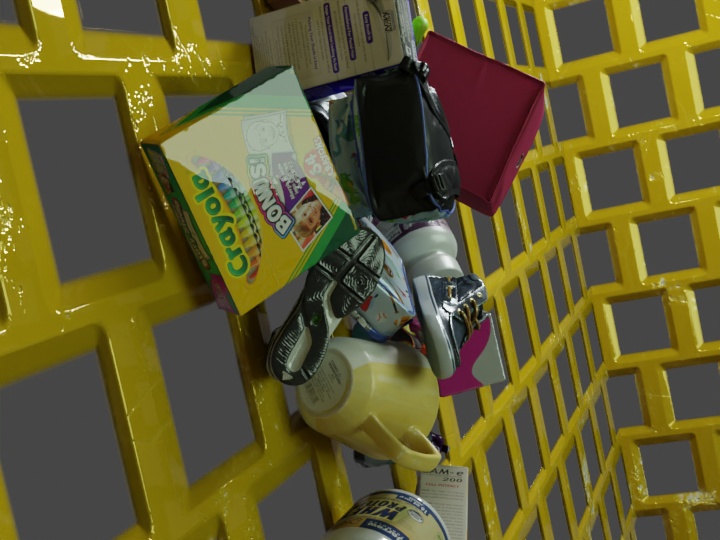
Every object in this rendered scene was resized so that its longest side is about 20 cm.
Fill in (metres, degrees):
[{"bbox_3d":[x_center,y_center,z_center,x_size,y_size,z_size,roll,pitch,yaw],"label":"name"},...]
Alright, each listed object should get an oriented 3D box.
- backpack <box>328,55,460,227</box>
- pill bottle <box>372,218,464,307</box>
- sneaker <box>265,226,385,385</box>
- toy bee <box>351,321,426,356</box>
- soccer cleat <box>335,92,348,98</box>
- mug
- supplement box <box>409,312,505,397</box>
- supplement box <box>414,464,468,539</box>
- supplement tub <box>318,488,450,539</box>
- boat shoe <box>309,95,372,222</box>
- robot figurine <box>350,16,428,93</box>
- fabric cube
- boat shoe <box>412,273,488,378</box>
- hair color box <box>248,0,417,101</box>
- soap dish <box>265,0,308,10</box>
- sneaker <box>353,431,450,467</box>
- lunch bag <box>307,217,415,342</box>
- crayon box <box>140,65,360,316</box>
[{"bbox_3d":[0.042,-0.144,1.356,0.200,0.145,0.186,6,75,-75],"label":"backpack"},{"bbox_3d":[0.071,-0.048,1.561,0.112,0.112,0.201,47,14,-54],"label":"pill bottle"},{"bbox_3d":[-0.053,0.038,1.267,0.075,0.115,0.202,37,76,-14],"label":"sneaker"},{"bbox_3d":[0.050,0.096,1.536,0.131,0.107,0.203,-17,96,-70],"label":"toy bee"},{"bbox_3d":[-0.053,-0.232,1.505,0.073,0.068,0.201,-47,135,-32],"label":"soccer cleat"},{"bbox_3d":[0.011,0.150,1.335,0.153,0.185,0.151,24,76,-54],"label":"mug"},{"bbox_3d":[0.134,0.116,1.638,0.200,0.100,0.105,-160,-123,-80],"label":"supplement box"},{"bbox_3d":[0.109,0.389,1.538,0.127,0.072,0.202,93,2,-56],"label":"supplement box"},{"bbox_3d":[0.015,0.351,1.277,0.200,0.143,0.146,-24,102,-69],"label":"supplement tub"},{"bbox_3d":[-0.039,-0.129,1.452,0.091,0.070,0.202,-67,142,-64],"label":"boat shoe"},{"bbox_3d":[0.013,-0.349,1.634,0.174,0.115,0.203,-5,84,-41],"label":"robot figurine"},{"bbox_3d":[0.159,-0.219,1.692,0.198,0.198,0.199,-63,171,0],"label":"fabric cube"},{"bbox_3d":[0.121,0.060,1.378,0.201,0.090,0.072,-100,-178,-61],"label":"boat shoe"},{"bbox_3d":[-0.034,-0.280,1.369,0.065,0.198,0.111,7,73,-67],"label":"hair color box"},{"bbox_3d":[-0.066,-0.417,1.502,0.157,0.080,0.203,29,54,-57],"label":"soap dish"},{"bbox_3d":[0.059,0.233,1.503,0.200,0.086,0.075,9,89,-68],"label":"sneaker"},{"bbox_3d":[0.000,0.000,1.388,0.160,0.075,0.201,46,15,-20],"label":"lunch bag"},{"bbox_3d":[-0.110,-0.085,1.154,0.172,0.058,0.202,-36,116,-27],"label":"crayon box"}]
